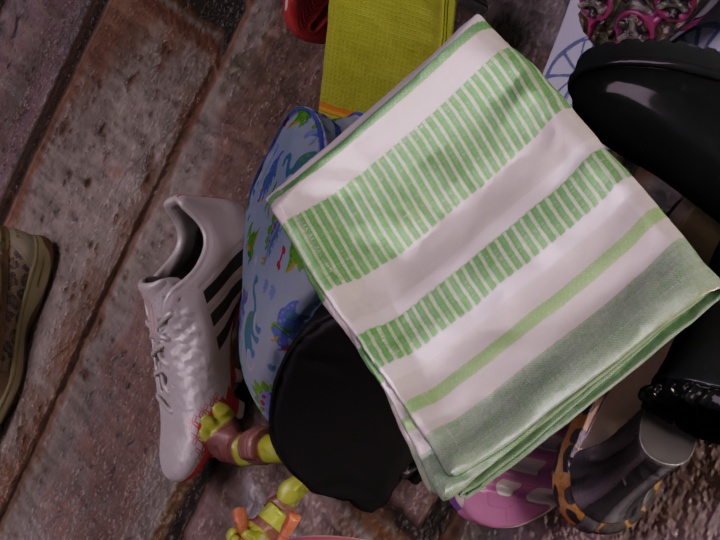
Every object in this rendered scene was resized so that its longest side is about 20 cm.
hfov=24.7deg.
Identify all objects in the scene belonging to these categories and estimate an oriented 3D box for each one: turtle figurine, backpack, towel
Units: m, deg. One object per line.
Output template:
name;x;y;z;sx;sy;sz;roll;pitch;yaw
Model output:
turtle figurine;-0.027;0.095;1.024;0.200;0.064;0.161;-59;30;-7
backpack;0.000;0.000;0.901;0.200;0.154;0.163;-68;1;-45
towel;0.012;-0.118;1.016;0.086;0.018;0.200;17;117;23
towel;0.049;-0.012;0.748;0.153;0.023;0.200;-40;51;10

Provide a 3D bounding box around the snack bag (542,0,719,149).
snack bag;0.180;-0.157;0.907;0.189;0.021;0.200;0;66;54

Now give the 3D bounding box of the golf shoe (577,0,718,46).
golf shoe;0.188;-0.192;0.851;0.073;0.092;0.200;46;124;20

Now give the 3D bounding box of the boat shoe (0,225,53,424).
boat shoe;-0.330;0.058;1.448;0.073;0.063;0.200;2;75;53

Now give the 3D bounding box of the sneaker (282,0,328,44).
sneaker;-0.014;-0.249;1.193;0.116;0.078;0.200;4;64;62

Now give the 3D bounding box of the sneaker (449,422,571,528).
sneaker;0.088;0.042;0.895;0.088;0.080;0.200;-4;65;59

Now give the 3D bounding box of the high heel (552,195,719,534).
high heel;0.153;0.035;0.832;0.200;0.071;0.143;-62;-1;-27

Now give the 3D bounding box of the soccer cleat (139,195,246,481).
soccer cleat;-0.121;0.044;1.143;0.069;0.085;0.200;-4;70;53

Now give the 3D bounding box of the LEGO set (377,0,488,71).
LEGO set;0.035;-0.216;1.019;0.200;0.154;0.116;-46;23;24

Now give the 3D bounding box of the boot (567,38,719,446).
boot;0.166;-0.006;0.733;0.198;0.073;0.163;18;72;14

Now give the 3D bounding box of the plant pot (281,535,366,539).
plant pot;-0.018;0.245;0.843;0.200;0.200;0.179;-34;31;39
